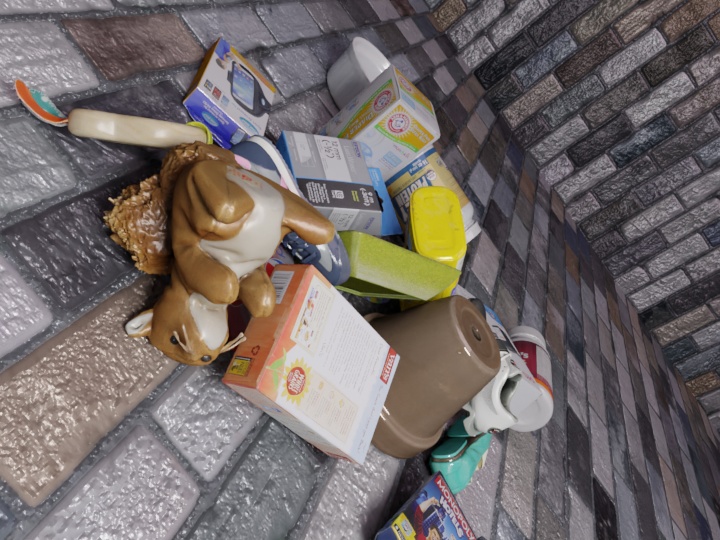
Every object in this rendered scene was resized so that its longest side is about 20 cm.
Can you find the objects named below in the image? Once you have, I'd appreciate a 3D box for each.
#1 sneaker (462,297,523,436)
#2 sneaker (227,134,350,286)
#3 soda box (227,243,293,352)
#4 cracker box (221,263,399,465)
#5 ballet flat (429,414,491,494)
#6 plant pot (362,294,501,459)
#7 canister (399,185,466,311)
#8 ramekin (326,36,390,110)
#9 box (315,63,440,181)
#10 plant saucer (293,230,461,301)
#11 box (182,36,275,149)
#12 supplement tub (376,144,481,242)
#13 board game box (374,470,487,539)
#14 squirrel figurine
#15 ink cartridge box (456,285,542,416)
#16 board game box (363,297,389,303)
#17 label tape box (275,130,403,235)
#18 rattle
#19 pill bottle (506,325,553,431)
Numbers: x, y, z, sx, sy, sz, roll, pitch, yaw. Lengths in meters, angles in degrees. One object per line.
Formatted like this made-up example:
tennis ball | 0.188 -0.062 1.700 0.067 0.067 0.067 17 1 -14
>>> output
sneaker | 0.194 0.133 0.917 0.074 0.087 0.205 30 52 -50
sneaker | -0.093 -0.054 0.718 0.201 0.070 0.082 52 46 -1
soda box | -0.122 -0.002 0.747 0.063 0.070 0.203 23 42 -44
cracker box | -0.043 0.105 0.677 0.200 0.057 0.136 48 55 -42
ballet flat | 0.152 0.271 0.928 0.199 0.066 0.072 -17 99 -61
plant pot | 0.089 0.123 0.849 0.199 0.173 0.203 39 31 -29
canister | 0.108 -0.012 0.985 0.202 0.084 0.151 93 -5 -53
ramekin | 0.018 -0.381 1.343 0.199 0.097 0.203 38 33 -30
box | 0.024 -0.230 1.081 0.112 0.199 0.103 32 35 -37
plant saucer | 0.000 0.000 0.839 0.197 0.197 0.049 18 79 -40
box | -0.190 -0.254 0.933 0.119 0.041 0.202 40 30 -29
supplement tub | 0.125 -0.126 1.197 0.202 0.144 0.144 55 28 -1
board game box | 0.105 0.359 0.747 0.203 0.061 0.199 61 27 9
squirrel figurine | -0.158 -0.015 0.615 0.199 0.189 0.140 40 20 29
ink cartridge box | 0.203 0.136 1.072 0.144 0.084 0.202 34 22 -37
board game box | 0.004 -0.045 1.026 0.202 0.039 0.157 58 27 3
label tape box | -0.026 -0.131 0.966 0.196 0.066 0.146 0 57 -27
rattle | -0.264 -0.110 0.674 0.197 0.146 0.130 -2 28 -42
pill bottle | 0.306 0.197 1.190 0.110 0.109 0.201 49 28 -13
